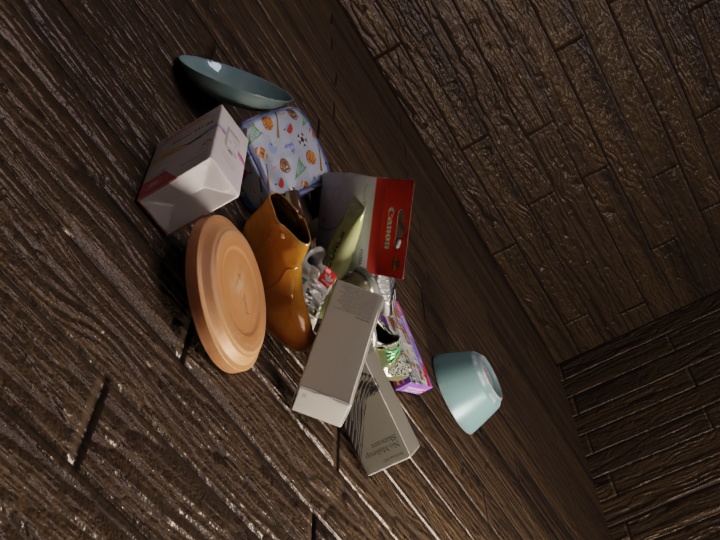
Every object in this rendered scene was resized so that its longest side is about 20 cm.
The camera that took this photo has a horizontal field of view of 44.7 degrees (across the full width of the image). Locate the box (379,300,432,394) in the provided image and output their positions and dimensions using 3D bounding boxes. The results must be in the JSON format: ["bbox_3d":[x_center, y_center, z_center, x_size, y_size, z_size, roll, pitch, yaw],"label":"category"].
[{"bbox_3d":[0.073,0.147,1.760,0.137,0.039,0.201,26,39,-64],"label":"box"}]

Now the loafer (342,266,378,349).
[{"bbox_3d":[-0.018,0.084,1.435,0.075,0.069,0.201,36,-41,37],"label":"loafer"}]

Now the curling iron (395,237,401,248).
[{"bbox_3d":[0.042,0.035,1.607,0.025,0.201,0.050,11,14,-40],"label":"curling iron"}]

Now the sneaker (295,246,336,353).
[{"bbox_3d":[-0.083,0.034,1.339,0.070,0.093,0.200,51,19,-35],"label":"sneaker"}]

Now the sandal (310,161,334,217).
[{"bbox_3d":[-0.045,-0.115,1.714,0.054,0.082,0.201,-5,68,-41],"label":"sandal"}]

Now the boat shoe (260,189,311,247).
[{"bbox_3d":[-0.124,-0.065,1.416,0.203,0.074,0.075,83,-8,-62],"label":"boat shoe"}]

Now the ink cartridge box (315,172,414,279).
[{"bbox_3d":[0.000,-0.076,1.434,0.057,0.200,0.164,4,94,-32],"label":"ink cartridge box"}]

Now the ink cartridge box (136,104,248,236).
[{"bbox_3d":[-0.217,-0.144,1.161,0.068,0.116,0.200,54,17,-29],"label":"ink cartridge box"}]

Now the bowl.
[{"bbox_3d":[0.262,0.270,2.049,0.201,0.105,0.201,56,17,-27],"label":"bowl"}]

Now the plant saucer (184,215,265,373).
[{"bbox_3d":[-0.163,0.028,1.110,0.200,0.032,0.202,-10,90,-76],"label":"plant saucer"}]

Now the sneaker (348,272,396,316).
[{"bbox_3d":[0.000,0.000,1.515,0.075,0.115,0.201,-72,164,-47],"label":"sneaker"}]

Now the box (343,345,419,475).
[{"bbox_3d":[0.009,0.205,1.356,0.201,0.082,0.068,63,15,5],"label":"box"}]

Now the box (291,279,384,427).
[{"bbox_3d":[-0.031,0.115,1.254,0.082,0.069,0.201,21,50,0],"label":"box"}]

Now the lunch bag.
[{"bbox_3d":[-0.142,-0.182,1.461,0.200,0.075,0.161,-32,101,-53],"label":"lunch bag"}]

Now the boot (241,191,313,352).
[{"bbox_3d":[-0.103,0.003,1.223,0.071,0.144,0.202,-22,76,-39],"label":"boot"}]

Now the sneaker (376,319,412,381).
[{"bbox_3d":[0.042,0.136,1.551,0.200,0.088,0.077,45,63,-34],"label":"sneaker"}]

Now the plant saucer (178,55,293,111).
[{"bbox_3d":[-0.211,-0.304,1.457,0.200,0.039,0.201,19,18,-7],"label":"plant saucer"}]

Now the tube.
[{"bbox_3d":[-0.037,-0.021,1.414,0.058,0.201,0.052,30,16,27],"label":"tube"}]

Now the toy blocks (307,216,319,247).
[{"bbox_3d":[-0.020,-0.043,1.590,0.200,0.136,0.100,49,20,-39],"label":"toy blocks"}]
